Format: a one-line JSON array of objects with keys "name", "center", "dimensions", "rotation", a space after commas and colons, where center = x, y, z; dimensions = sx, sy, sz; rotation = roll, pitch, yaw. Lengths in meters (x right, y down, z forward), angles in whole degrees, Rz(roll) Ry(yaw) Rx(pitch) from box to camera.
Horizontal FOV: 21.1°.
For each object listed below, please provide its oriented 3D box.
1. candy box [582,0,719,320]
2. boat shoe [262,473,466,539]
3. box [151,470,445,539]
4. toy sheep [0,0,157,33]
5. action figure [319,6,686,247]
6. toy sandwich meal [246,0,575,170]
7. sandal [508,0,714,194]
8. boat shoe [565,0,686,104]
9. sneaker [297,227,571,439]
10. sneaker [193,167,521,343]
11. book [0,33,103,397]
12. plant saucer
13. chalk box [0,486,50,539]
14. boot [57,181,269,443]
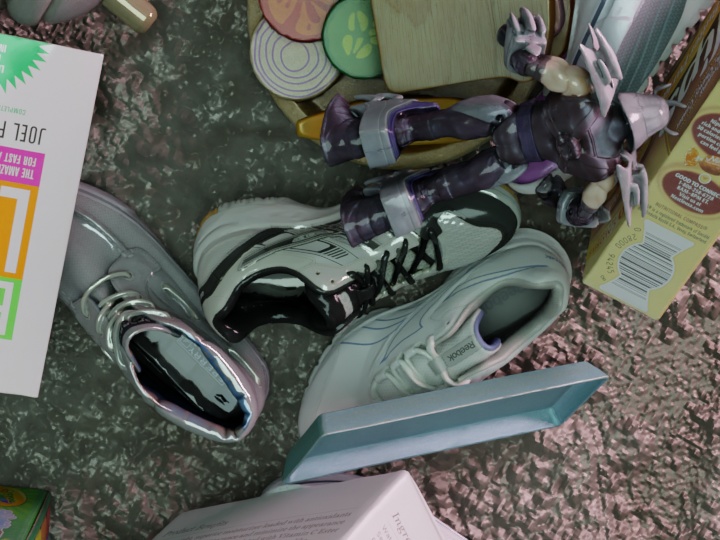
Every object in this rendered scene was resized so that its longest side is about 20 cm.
[{"name": "candy box", "center": [0.198, -0.083, 1.089], "dimensions": [0.055, 0.116, 0.201], "rotation": [26, 128, -6]}, {"name": "boat shoe", "center": [0.030, 0.181, 1.181], "dimensions": [0.198, 0.067, 0.074], "rotation": [21, 97, -5]}, {"name": "box", "center": [-0.032, 0.242, 1.110], "dimensions": [0.198, 0.131, 0.201], "rotation": [-15, 108, 41]}, {"name": "toy sheep", "center": [-0.195, -0.203, 1.090], "dimensions": [0.199, 0.138, 0.139], "rotation": [33, 96, -6]}, {"name": "action figure", "center": [0.079, -0.074, 1.051], "dimensions": [0.198, 0.069, 0.131], "rotation": [-9, 110, 19]}, {"name": "toy sandwich meal", "center": [0.025, -0.150, 1.118], "dimensions": [0.203, 0.070, 0.207], "rotation": [2, 99, 11]}, {"name": "sandal", "center": [0.143, -0.135, 1.139], "dimensions": [0.050, 0.082, 0.203], "rotation": [42, 83, -27]}, {"name": "boat shoe", "center": [0.148, -0.178, 1.065], "dimensions": [0.067, 0.073, 0.201], "rotation": [32, 110, 25]}, {"name": "sneaker", "center": [0.042, 0.047, 1.159], "dimensions": [0.200, 0.087, 0.075], "rotation": [-39, 99, 5]}, {"name": "sneaker", "center": [0.000, 0.000, 1.139], "dimensions": [0.198, 0.088, 0.076], "rotation": [-11, 135, 7]}, {"name": "book", "center": [-0.230, -0.037, 1.100], "dimensions": [0.132, 0.048, 0.202], "rotation": [9, 95, -17]}, {"name": "plant saucer", "center": [0.049, 0.087, 1.137], "dimensions": [0.198, 0.070, 0.019], "rotation": [-10, 65, -29]}, {"name": "chalk box", "center": [-0.250, 0.200, 1.154], "dimensions": [0.198, 0.125, 0.125], "rotation": [4, 99, -4]}, {"name": "boot", "center": [-0.132, 0.022, 1.144], "dimensions": [0.200, 0.096, 0.074], "rotation": [40, 95, -7]}]
